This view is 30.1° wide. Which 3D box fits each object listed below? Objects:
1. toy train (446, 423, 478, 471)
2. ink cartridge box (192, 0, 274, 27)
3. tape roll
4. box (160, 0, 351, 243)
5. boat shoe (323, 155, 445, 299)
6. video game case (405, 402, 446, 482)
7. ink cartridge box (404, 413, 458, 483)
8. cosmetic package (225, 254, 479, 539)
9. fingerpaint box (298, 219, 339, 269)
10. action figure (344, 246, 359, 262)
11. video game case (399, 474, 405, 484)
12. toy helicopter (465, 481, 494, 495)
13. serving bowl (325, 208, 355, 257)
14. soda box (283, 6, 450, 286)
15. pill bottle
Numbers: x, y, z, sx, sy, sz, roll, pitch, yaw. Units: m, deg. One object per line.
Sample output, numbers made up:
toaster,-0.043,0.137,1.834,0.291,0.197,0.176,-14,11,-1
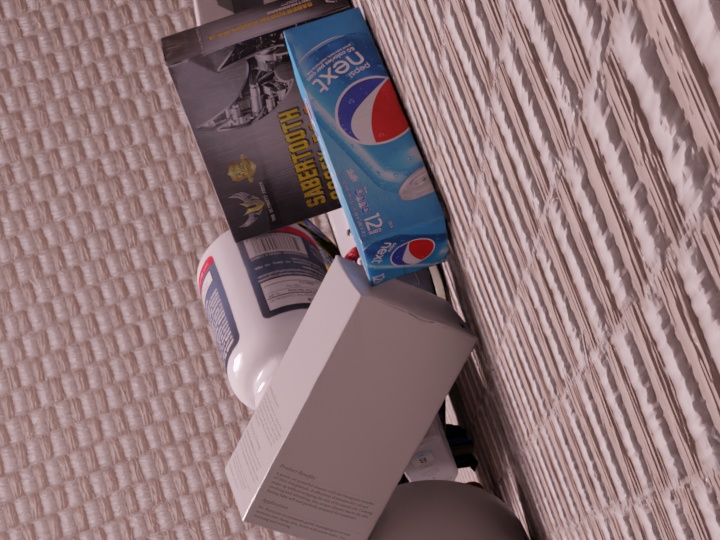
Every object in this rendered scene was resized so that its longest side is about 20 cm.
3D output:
toy train,0.100,0.186,1.424,0.200,0.034,0.046,100,163,-87
ink cartridge box,-0.114,-0.226,1.300,0.146,0.084,0.200,89,169,-61
tape roll,0.061,0.288,1.067,0.139,0.202,0.203,-115,6,-61
box,-0.065,-0.132,1.148,0.048,0.158,0.200,-112,4,-48
boat shoe,0.023,-0.026,1.092,0.075,0.062,0.200,-121,9,-51
video game case,0.065,0.182,1.384,0.200,0.036,0.182,91,180,-79
ink cartridge box,0.050,0.127,1.180,0.200,0.047,0.160,60,-171,-54
cosmetic package,-0.010,0.104,1.018,0.108,0.200,0.085,23,-167,-23
fingerpaint box,-0.029,0.030,1.451,0.200,0.073,0.167,44,-172,0
action figure,0.000,0.000,1.288,0.065,0.052,0.200,-60,-6,-54
video game case,0.018,0.168,1.284,0.200,0.022,0.182,73,-168,-47
toy helicopter,0.104,0.256,1.296,0.200,0.079,0.132,-141,44,-77
serving bowl,-0.001,-0.057,1.394,0.200,0.066,0.200,161,90,-89
soda box,0.004,-0.094,0.987,0.068,0.064,0.200,76,174,-61
pill bottle,-0.068,0.059,1.193,0.120,0.119,0.200,73,175,-46
